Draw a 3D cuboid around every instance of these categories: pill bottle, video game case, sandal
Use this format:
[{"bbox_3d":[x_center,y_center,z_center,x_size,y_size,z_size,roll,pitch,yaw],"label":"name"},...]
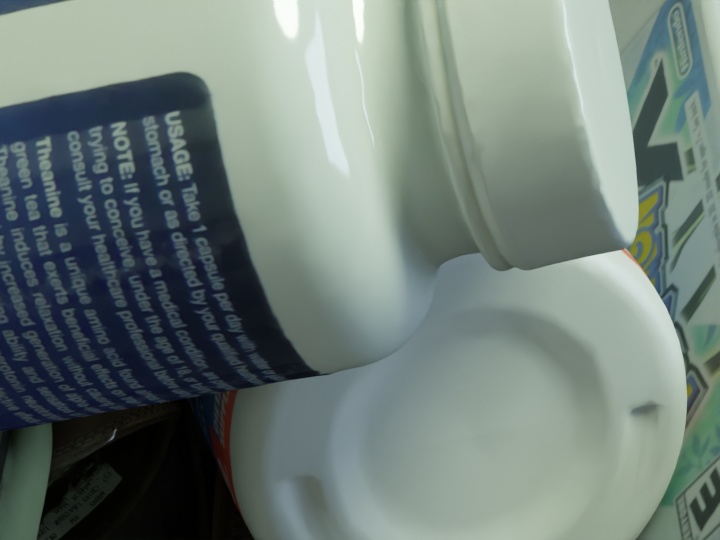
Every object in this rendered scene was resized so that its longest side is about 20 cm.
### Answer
[{"bbox_3d":[0.000,0.000,0.750,0.200,0.112,0.112,-124,-165,-62],"label":"pill bottle"},{"bbox_3d":[0.056,0.030,0.771,0.022,0.182,0.200,19,43,-24],"label":"video game case"},{"bbox_3d":[-0.074,0.047,0.689,0.201,0.057,0.080,-85,-162,-46],"label":"sandal"},{"bbox_3d":[-0.048,-0.027,0.604,0.111,0.200,0.111,-10,90,-78],"label":"pill bottle"}]

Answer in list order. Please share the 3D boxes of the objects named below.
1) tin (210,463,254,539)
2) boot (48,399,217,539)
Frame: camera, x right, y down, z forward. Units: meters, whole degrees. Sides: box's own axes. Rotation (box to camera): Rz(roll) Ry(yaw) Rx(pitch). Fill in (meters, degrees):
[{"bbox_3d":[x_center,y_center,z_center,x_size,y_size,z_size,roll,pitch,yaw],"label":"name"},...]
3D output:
[{"bbox_3d":[-0.014,0.113,0.762,0.200,0.042,0.112,-92,170,-69],"label":"tin"},{"bbox_3d":[-0.061,0.104,0.741,0.182,0.072,0.200,84,6,-70],"label":"boot"}]
